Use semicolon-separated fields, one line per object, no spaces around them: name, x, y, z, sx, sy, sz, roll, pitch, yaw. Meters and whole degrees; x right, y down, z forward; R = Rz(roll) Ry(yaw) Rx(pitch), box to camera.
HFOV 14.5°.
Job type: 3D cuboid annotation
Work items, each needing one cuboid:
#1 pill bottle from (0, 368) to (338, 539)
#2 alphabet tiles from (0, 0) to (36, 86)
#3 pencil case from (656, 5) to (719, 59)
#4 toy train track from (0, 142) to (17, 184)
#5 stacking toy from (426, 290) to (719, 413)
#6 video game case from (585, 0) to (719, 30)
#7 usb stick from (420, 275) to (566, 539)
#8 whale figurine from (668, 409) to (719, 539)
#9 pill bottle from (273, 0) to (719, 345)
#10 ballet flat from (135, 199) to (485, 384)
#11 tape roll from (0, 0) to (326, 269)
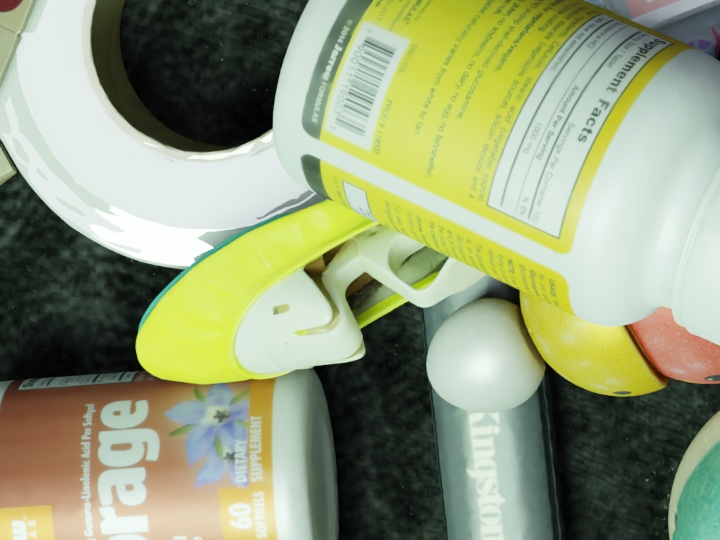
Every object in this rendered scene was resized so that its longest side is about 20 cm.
pill bottle;-0.114;0.101;1.241;0.199;0.112;0.113;-5;95;7
alphabet tiles;-0.249;-0.095;1.235;0.199;0.008;0.168;26;96;17
pencil case;0.145;-0.185;1.199;0.090;0.083;0.201;24;98;23
toy train track;-0.245;-0.003;1.289;0.199;0.033;0.115;-30;85;3
stacking toy;0.119;0.006;1.200;0.199;0.146;0.147;-26;92;16
video game case;0.118;-0.204;1.147;0.181;0.023;0.201;-21;95;7
usb stick;0.060;0.080;1.260;0.055;0.033;0.201;-6;95;6
whale figurine;0.233;0.115;1.201;0.199;0.104;0.160;2;123;-5
pill bottle;0.075;-0.048;1.095;0.199;0.112;0.113;26;98;22
ballet flat;0.000;0.000;1.179;0.199;0.067;0.067;-30;48;-1
tape roll;-0.063;-0.102;1.237;0.201;0.071;0.204;1;95;6
